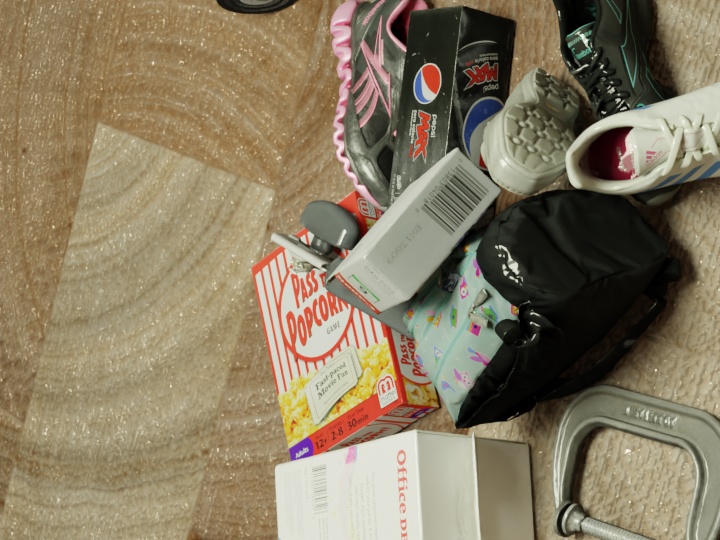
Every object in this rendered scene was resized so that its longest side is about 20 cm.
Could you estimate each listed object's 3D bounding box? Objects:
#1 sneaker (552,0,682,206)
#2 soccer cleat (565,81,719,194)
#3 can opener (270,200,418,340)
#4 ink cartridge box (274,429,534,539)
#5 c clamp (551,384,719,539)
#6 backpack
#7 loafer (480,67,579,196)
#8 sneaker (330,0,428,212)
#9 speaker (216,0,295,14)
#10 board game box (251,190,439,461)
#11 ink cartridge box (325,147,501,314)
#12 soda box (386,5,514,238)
[{"bbox_3d":[0.188,-0.141,1.509,0.075,0.079,0.201,-34,60,39],"label":"sneaker"},{"bbox_3d":[0.236,-0.092,1.403,0.199,0.086,0.070,-17,92,28],"label":"soccer cleat"},{"bbox_3d":[0.000,0.000,1.654,0.200,0.052,0.067,35,104,42],"label":"can opener"},{"bbox_3d":[0.043,0.204,1.577,0.199,0.125,0.130,-18,70,47],"label":"ink cartridge box"},{"bbox_3d":[0.204,0.176,1.468,0.200,0.027,0.172,22,100,49],"label":"c clamp"},{"bbox_3d":[0.121,0.028,1.502,0.127,0.166,0.200,63,144,23],"label":"backpack"},{"bbox_3d":[0.125,-0.093,1.516,0.070,0.200,0.070,33,114,0],"label":"loafer"},{"bbox_3d":[0.030,-0.150,1.710,0.095,0.079,0.201,-17,71,35],"label":"sneaker"},{"bbox_3d":[-0.104,-0.351,1.893,0.081,0.081,0.201,-22,67,45],"label":"speaker"},{"bbox_3d":[-0.016,0.055,1.736,0.151,0.046,0.201,-36,57,39],"label":"board game box"},{"bbox_3d":[0.036,-0.023,1.526,0.109,0.050,0.200,-49,2,-11],"label":"ink cartridge box"},{"bbox_3d":[0.073,-0.113,1.650,0.071,0.063,0.202,4,87,50],"label":"soda box"}]
